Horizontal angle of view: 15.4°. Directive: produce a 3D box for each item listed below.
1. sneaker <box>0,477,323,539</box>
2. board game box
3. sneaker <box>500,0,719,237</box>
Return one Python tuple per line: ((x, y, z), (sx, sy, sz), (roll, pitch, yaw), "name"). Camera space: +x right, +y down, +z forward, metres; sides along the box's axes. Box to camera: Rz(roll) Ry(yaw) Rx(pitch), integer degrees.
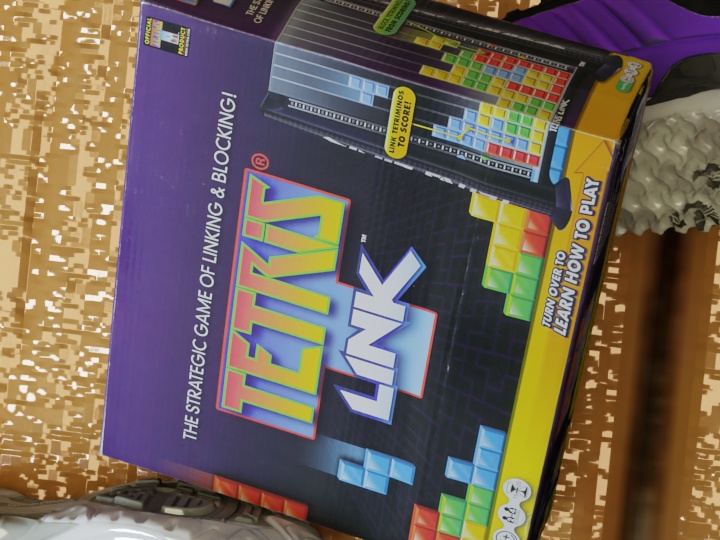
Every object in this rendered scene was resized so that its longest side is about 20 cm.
((-0.103, 0.130, 0.993), (0.199, 0.078, 0.100), (-2, 97, 19), "sneaker")
((0.000, 0.000, 0.924), (0.165, 0.057, 0.200), (16, 127, 10), "board game box")
((0.077, -0.067, 0.956), (0.200, 0.070, 0.100), (1, 52, 24), "sneaker")
